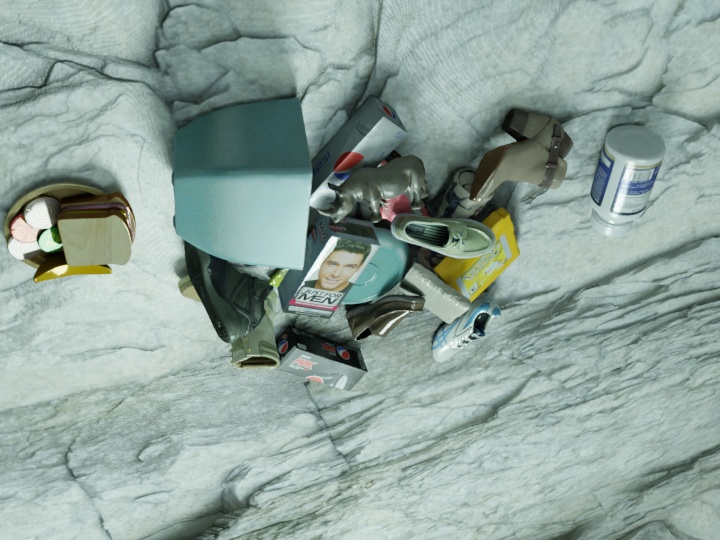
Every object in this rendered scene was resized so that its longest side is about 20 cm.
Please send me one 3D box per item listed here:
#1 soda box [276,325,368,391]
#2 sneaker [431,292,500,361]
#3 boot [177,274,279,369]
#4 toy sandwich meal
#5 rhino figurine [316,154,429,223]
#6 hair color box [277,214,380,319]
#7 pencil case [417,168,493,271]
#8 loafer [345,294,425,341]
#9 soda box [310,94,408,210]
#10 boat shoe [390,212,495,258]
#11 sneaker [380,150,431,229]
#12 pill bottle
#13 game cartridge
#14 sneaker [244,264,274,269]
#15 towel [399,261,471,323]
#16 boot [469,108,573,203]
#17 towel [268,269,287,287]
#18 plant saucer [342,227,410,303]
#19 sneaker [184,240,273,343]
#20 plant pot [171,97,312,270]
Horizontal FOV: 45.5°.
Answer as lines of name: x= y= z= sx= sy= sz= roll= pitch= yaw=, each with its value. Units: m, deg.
soda box: x=-0.082 y=0.182 z=1.756 sx=0.199 sy=0.064 sz=0.071 roll=23 pitch=120 yaw=-38
sneaker: x=0.222 y=0.133 z=1.837 sx=0.071 sy=0.073 sz=0.200 roll=15 pitch=126 yaw=-37
boot: x=-0.230 y=0.092 z=1.527 sx=0.199 sy=0.156 sz=0.072 roll=17 pitch=142 yaw=-37
toy sandwich meal: x=-0.454 y=-0.052 z=1.350 sx=0.203 sy=0.071 sz=0.206 roll=-13 pitch=136 yaw=-12
rhino figurine: x=0.021 y=-0.129 z=1.394 sx=0.198 sy=0.060 sz=0.088 roll=-18 pitch=123 yaw=-12
hair color box: x=-0.058 y=-0.005 z=1.497 sx=0.098 sy=0.061 sz=0.200 roll=9 pitch=133 yaw=-30
pencil case: x=0.177 y=-0.092 z=1.589 sx=0.089 sy=0.078 sz=0.201 roll=-13 pitch=140 yaw=-41
loafer: x=0.053 y=0.094 z=1.662 sx=0.073 sy=0.072 sz=0.199 roll=4 pitch=163 yaw=-40
soda box: x=-0.017 y=-0.187 z=1.415 sx=0.063 sy=0.069 sz=0.200 roll=26 pitch=119 yaw=-40
boat shoe: x=0.150 y=-0.057 z=1.502 sx=0.198 sy=0.062 sz=0.073 roll=7 pitch=103 yaw=-17
sneaker: x=0.062 y=-0.127 z=1.506 sx=0.086 sy=0.074 sz=0.201 roll=-27 pitch=138 yaw=5
pill bottle: x=0.500 y=-0.165 z=1.637 sx=0.110 sy=0.112 sz=0.201 roll=-11 pitch=136 yaw=-14
game cartridge: x=0.229 y=-0.018 z=1.647 sx=0.176 sy=0.032 sz=0.200 roll=-44 pitch=155 yaw=-3
sneaker: x=-0.197 y=-0.047 z=1.472 sx=0.199 sy=0.076 sz=0.092 roll=21 pitch=126 yaw=-36
towel: x=0.140 y=0.044 z=1.627 sx=0.035 sy=0.132 sz=0.200 roll=-55 pitch=178 yaw=-10
boot: x=0.292 y=-0.182 z=1.513 sx=0.145 sy=0.070 sz=0.201 roll=27 pitch=91 yaw=-23
towel: x=-0.061 y=-0.007 z=1.607 sx=0.199 sy=0.023 sz=0.144 roll=-36 pitch=137 yaw=13
plant saucer: x=0.000 y=0.000 z=1.592 sx=0.198 sy=0.028 sz=0.201 roll=-10 pitch=140 yaw=-9
sneaker: x=-0.225 y=0.013 z=1.474 sx=0.114 sy=0.201 sz=0.076 roll=-26 pitch=178 yaw=-34
plant pot: x=-0.187 y=-0.131 z=1.311 sx=0.198 sy=0.197 sz=0.197 roll=-2 pitch=134 yaw=-11
